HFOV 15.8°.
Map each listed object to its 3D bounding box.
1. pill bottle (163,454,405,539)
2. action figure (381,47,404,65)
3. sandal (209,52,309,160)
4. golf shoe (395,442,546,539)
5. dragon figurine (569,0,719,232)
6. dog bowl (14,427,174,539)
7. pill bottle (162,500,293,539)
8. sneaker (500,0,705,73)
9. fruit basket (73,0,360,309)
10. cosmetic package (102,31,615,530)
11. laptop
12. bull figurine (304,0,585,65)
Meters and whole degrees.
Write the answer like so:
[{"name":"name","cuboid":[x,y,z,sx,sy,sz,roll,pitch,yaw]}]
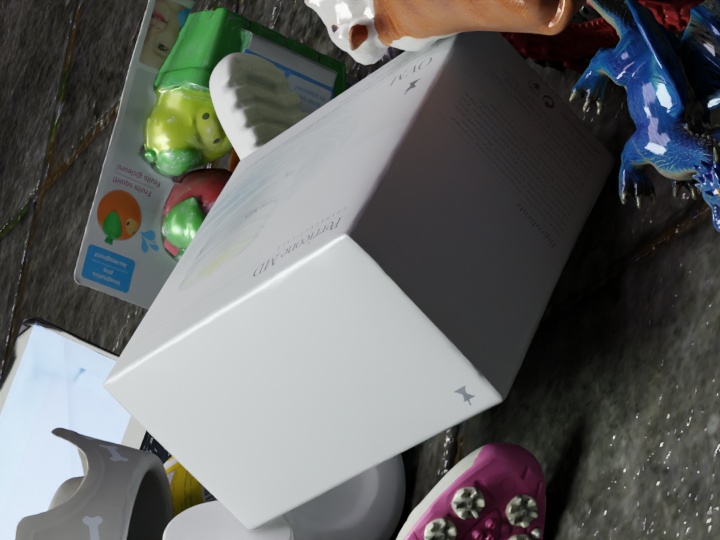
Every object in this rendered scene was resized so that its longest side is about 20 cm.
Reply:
[{"name":"pill bottle","cuboid":[-0.062,0.144,1.555,0.200,0.112,0.113,-35,42,59]},{"name":"action figure","cuboid":[0.019,-0.085,1.588,0.200,0.069,0.131,-10,51,60]},{"name":"sandal","cuboid":[-0.042,-0.032,1.529,0.050,0.082,0.204,-34,65,38]},{"name":"golf shoe","cuboid":[0.033,0.166,1.356,0.201,0.075,0.092,-64,19,19]},{"name":"dragon figurine","cuboid":[0.149,-0.097,1.237,0.100,0.059,0.201,-55,48,55]},{"name":"dog bowl","cuboid":[-0.147,0.189,1.449,0.200,0.058,0.201,2,-90,-83]},{"name":"pill bottle","cuboid":[-0.068,0.227,1.410,0.111,0.110,0.201,-112,19,-60]},{"name":"sneaker","cuboid":[0.130,-0.163,1.368,0.199,0.079,0.096,-2,63,49]},{"name":"fruit basket","cuboid":[-0.082,-0.060,1.680,0.094,0.185,0.201,-11,62,51]},{"name":"cosmetic package","cuboid":[0.000,0.000,1.354,0.199,0.123,0.200,-31,22,40]},{"name":"laptop","cuboid":[-0.197,0.149,1.773,0.200,0.103,0.178,-136,65,-70]},{"name":"bull figurine","cuboid":[0.043,-0.163,1.287,0.200,0.065,0.122,6,106,53]}]
